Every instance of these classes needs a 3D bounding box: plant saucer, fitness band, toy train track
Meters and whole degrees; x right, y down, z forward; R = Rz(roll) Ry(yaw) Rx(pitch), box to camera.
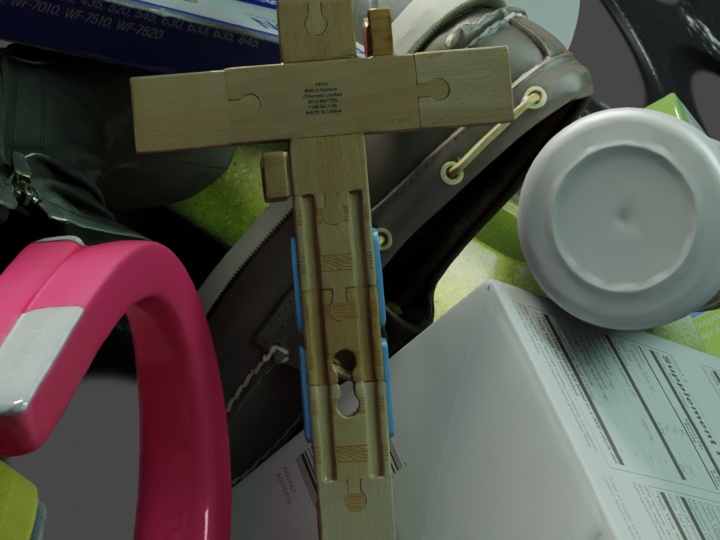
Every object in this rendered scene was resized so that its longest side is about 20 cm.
[{"bbox_3d":[0.035,-0.005,0.902,0.200,0.048,0.200,33,12,35],"label":"plant saucer"},{"bbox_3d":[-0.079,0.074,0.634,0.200,0.037,0.144,-64,148,-62],"label":"fitness band"},{"bbox_3d":[-0.009,-0.009,0.698,0.033,0.114,0.201,168,-83,-87],"label":"toy train track"}]

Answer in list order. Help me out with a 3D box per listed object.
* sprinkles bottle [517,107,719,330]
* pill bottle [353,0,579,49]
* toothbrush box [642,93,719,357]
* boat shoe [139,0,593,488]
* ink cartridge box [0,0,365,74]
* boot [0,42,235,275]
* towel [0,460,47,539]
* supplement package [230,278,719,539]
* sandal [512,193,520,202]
[{"bbox_3d":[0.104,-0.017,0.781,0.068,0.068,0.200,54,12,8],"label":"sprinkles bottle"},{"bbox_3d":[-0.013,-0.115,0.888,0.111,0.111,0.200,25,-5,-43],"label":"pill bottle"},{"bbox_3d":[0.166,0.042,1.073,0.146,0.086,0.200,43,25,-46],"label":"toothbrush box"},{"bbox_3d":[0.000,0.000,0.749,0.059,0.200,0.072,40,13,22],"label":"boat shoe"},{"bbox_3d":[-0.120,-0.107,0.763,0.197,0.047,0.200,10,23,-40],"label":"ink cartridge box"},{"bbox_3d":[-0.098,-0.025,0.749,0.200,0.068,0.131,8,29,-45],"label":"boot"},{"bbox_3d":[-0.169,0.048,0.614,0.200,0.023,0.144,42,26,-17],"label":"towel"},{"bbox_3d":[0.076,0.122,0.768,0.200,0.152,0.151,18,40,-49],"label":"supplement package"},{"bbox_3d":[0.047,-0.047,1.077,0.200,0.054,0.080,30,31,-38],"label":"sandal"}]
